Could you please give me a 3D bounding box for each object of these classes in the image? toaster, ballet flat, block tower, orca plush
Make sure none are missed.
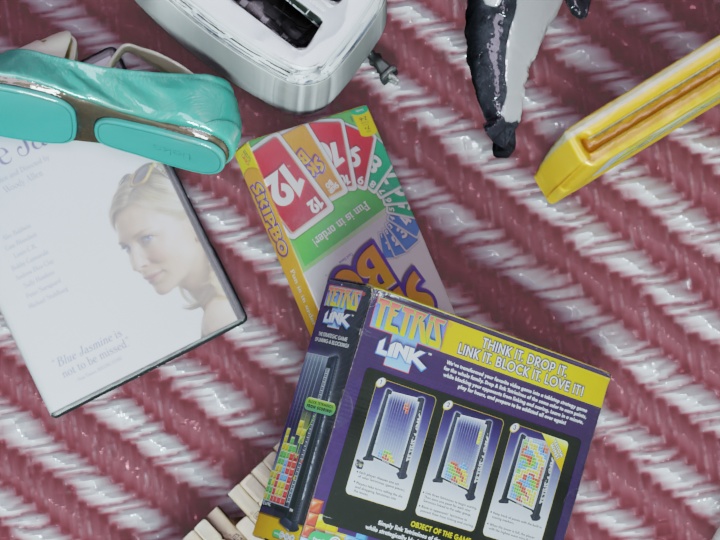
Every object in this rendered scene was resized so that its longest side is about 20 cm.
[{"bbox_3d":[-0.059,-0.178,1.637,0.200,0.129,0.114,38,86,0],"label":"toaster"},{"bbox_3d":[-0.172,-0.114,1.650,0.198,0.067,0.071,12,60,-2],"label":"ballet flat"},{"bbox_3d":[-0.073,0.168,1.648,0.200,0.054,0.058,-43,88,-5],"label":"block tower"},{"bbox_3d":[0.094,-0.174,1.690,0.105,0.071,0.202,5,89,-47],"label":"orca plush"}]

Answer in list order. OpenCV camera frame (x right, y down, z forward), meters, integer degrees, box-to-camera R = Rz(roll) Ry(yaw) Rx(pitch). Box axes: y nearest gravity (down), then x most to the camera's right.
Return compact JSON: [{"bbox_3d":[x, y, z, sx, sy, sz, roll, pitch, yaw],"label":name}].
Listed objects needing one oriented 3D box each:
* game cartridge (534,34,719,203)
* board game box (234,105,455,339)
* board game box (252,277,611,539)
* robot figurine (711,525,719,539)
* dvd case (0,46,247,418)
[{"bbox_3d":[0.195,-0.104,1.608,0.176,0.200,0.033,-31,85,-4],"label":"game cartridge"},{"bbox_3d":[0.000,0.000,1.653,0.095,0.030,0.201,-19,84,-31],"label":"board game box"},{"bbox_3d":[0.046,0.113,1.611,0.199,0.057,0.167,21,82,-34],"label":"board game box"},{"bbox_3d":[0.296,0.214,1.632,0.200,0.113,0.170,40,47,0],"label":"robot figurine"},{"bbox_3d":[-0.179,-0.026,1.676,0.142,0.018,0.201,-26,87,-4],"label":"dvd case"}]
